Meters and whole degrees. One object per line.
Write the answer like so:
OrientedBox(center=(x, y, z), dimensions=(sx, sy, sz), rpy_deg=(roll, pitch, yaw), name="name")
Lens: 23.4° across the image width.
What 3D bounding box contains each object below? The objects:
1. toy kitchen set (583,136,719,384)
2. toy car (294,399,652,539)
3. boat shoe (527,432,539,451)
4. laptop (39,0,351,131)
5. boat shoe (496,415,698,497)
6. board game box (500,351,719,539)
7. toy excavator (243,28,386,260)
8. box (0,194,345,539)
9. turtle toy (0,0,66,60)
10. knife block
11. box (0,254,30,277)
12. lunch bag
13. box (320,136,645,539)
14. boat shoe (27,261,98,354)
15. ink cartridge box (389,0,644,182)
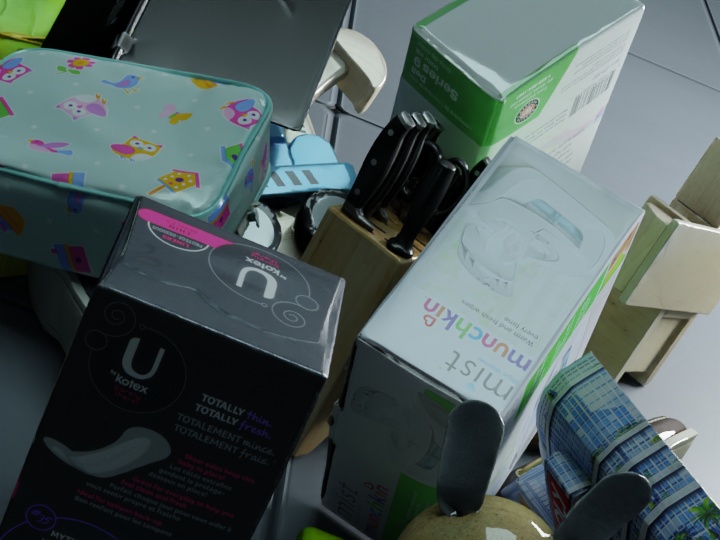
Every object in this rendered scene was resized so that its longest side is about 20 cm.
OrientedBox(center=(0.183, -0.042, 1.330), dimensions=(0.180, 0.200, 0.163), rpy_deg=(41, 18, 27), name="toy kitchen set")
OrientedBox(center=(0.058, 0.158, 0.907), dimensions=(0.164, 0.200, 0.158), rpy_deg=(23, 27, -6), name="toy car")
OrientedBox(center=(0.118, 0.030, 1.261), dimensions=(0.076, 0.074, 0.200), rpy_deg=(4, 59, -36), name="boat shoe")
OrientedBox(center=(-0.126, -0.166, 1.249), dimensions=(0.116, 0.200, 0.187), rpy_deg=(44, 44, -28), name="laptop")
OrientedBox(center=(0.162, 0.135, 1.181), dimensions=(0.060, 0.072, 0.200), rpy_deg=(41, 36, 21), name="boat shoe")
OrientedBox(center=(0.145, 0.152, 1.002), dimensions=(0.062, 0.200, 0.200), rpy_deg=(-28, 46, -10), name="board game box")
OrientedBox(center=(-0.053, -0.080, 1.227), dimensions=(0.194, 0.100, 0.200), rpy_deg=(-6, 66, -26), name="toy excavator")
OrientedBox(center=(-0.102, 0.083, 0.903), dimensions=(0.122, 0.200, 0.106), rpy_deg=(23, 28, -7), name="box")
OrientedBox(center=(-0.254, -0.186, 1.352), dimensions=(0.200, 0.101, 0.146), rpy_deg=(11, 56, -28), name="turtle toy")
OrientedBox(center=(0.000, 0.000, 1.090), dimensions=(0.064, 0.176, 0.200), rpy_deg=(38, 68, 25), name="knife block")
OrientedBox(center=(-0.196, -0.040, 1.205), dimensions=(0.200, 0.050, 0.075), rpy_deg=(-7, 42, -48), name="box")
OrientedBox(center=(-0.155, -0.069, 1.101), dimensions=(0.200, 0.077, 0.160), rpy_deg=(13, 39, 10), name="lunch bag")
OrientedBox(center=(0.066, 0.054, 1.035), dimensions=(0.097, 0.200, 0.177), rpy_deg=(30, 56, 12), name="box")
OrientedBox(center=(-0.153, 0.041, 1.080), dimensions=(0.062, 0.075, 0.200), rpy_deg=(-4, 29, -26), name="boat shoe")
OrientedBox(center=(0.094, -0.104, 1.184), dimensions=(0.145, 0.200, 0.087), rpy_deg=(-35, 65, -30), name="ink cartridge box")
